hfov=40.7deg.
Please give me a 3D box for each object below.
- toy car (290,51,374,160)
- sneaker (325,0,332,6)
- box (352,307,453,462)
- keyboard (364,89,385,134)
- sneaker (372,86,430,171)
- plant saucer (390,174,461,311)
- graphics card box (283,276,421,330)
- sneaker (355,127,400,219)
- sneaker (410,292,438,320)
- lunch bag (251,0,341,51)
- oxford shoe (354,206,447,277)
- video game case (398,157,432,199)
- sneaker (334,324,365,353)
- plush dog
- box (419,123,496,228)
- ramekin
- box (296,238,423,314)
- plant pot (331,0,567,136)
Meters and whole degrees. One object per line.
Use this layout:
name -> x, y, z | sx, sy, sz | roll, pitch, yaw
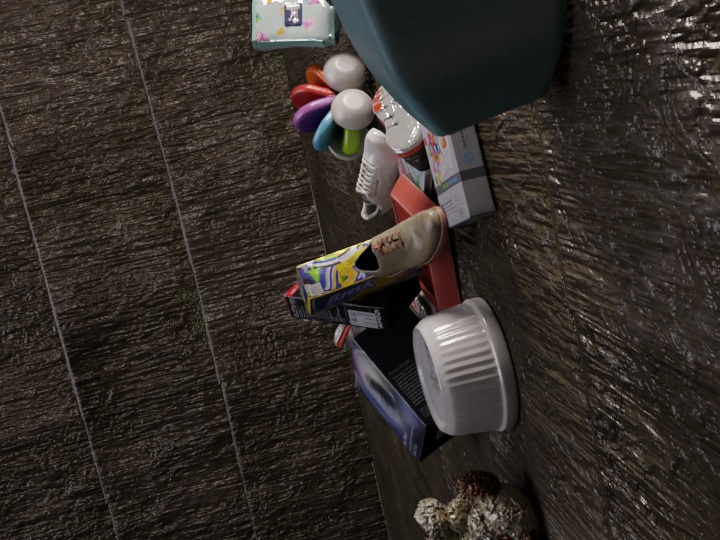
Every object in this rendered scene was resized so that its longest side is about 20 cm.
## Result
toy car -> -0.060, -0.313, 1.879 | 0.175, 0.149, 0.201 | 106, 155, -67
sneaker -> -0.046, -0.518, 1.771 | 0.074, 0.088, 0.201 | -117, 14, -56
box -> 0.088, 0.196, 1.677 | 0.198, 0.123, 0.200 | 49, 162, 23
keyboard -> 0.037, -0.268, 1.854 | 0.200, 0.021, 0.128 | -118, 22, -66
sneaker -> 0.072, -0.221, 1.471 | 0.082, 0.077, 0.200 | 48, -153, -39
plant saucer -> 0.104, -0.037, 1.610 | 0.200, 0.037, 0.201 | -127, 21, -61
graphics card box -> -0.013, 0.038, 1.636 | 0.125, 0.199, 0.051 | -47, -48, -46
sneaker -> 0.030, -0.172, 1.772 | 0.076, 0.080, 0.200 | 44, 159, 35
sneaker -> 0.104, 0.074, 1.754 | 0.081, 0.074, 0.200 | 84, 169, -45
lunch bag -> -0.121, -0.499, 1.881 | 0.122, 0.170, 0.200 | 84, -173, -45
oxford shoe -> 0.058, -0.034, 1.420 | 0.200, 0.075, 0.071 | -44, 57, 54
video game case -> 0.090, -0.183, 1.611 | 0.200, 0.017, 0.143 | 88, 167, -57
sneaker -> 0.031, 0.069, 1.747 | 0.077, 0.082, 0.200 | -22, -37, -62
plush dog -> 0.204, 0.376, 1.442 | 0.200, 0.160, 0.172 | 47, 152, 9
box -> 0.123, -0.163, 1.306 | 0.156, 0.041, 0.201 | 161, 96, -83
ramekin -> 0.149, 0.148, 1.429 | 0.200, 0.105, 0.201 | 166, 90, -83
box -> 0.000, 0.000, 1.554 | 0.070, 0.199, 0.064 | 94, 155, -66
plant pot -> 0.082, -0.245, 0.917 | 0.196, 0.195, 0.201 | -120, 10, -66
